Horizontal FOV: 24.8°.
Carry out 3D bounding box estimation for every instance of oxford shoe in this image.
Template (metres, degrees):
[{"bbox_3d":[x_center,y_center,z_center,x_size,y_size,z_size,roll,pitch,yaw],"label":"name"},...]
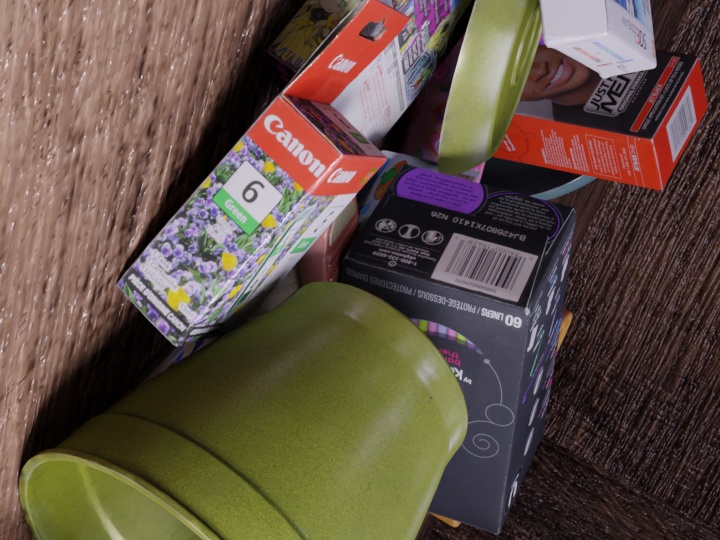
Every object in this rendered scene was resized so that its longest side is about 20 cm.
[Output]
[{"bbox_3d":[-0.045,0.017,1.020,0.071,0.073,0.201,-60,162,-46],"label":"oxford shoe"}]

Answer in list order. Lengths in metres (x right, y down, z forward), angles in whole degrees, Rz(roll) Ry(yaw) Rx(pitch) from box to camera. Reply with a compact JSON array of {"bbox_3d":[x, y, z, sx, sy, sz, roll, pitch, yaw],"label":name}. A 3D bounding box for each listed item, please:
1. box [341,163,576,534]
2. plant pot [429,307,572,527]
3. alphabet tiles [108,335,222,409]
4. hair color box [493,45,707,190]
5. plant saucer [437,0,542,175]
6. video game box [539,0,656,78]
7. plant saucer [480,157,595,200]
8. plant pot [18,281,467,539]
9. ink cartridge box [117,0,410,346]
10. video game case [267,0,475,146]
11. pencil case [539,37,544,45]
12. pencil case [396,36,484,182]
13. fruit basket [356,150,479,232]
[{"bbox_3d":[0.057,0.052,1.045,0.106,0.122,0.201,-58,158,-45],"label":"box"},{"bbox_3d":[0.049,0.079,1.357,0.201,0.183,0.200,-58,170,-16],"label":"plant pot"},{"bbox_3d":[-0.126,0.097,1.056,0.200,0.008,0.168,-50,164,-50],"label":"alphabet tiles"},{"bbox_3d":[0.174,-0.138,1.357,0.102,0.199,0.061,-57,143,-30],"label":"hair color box"},{"bbox_3d":[0.097,-0.153,1.087,0.200,0.031,0.201,18,90,-82],"label":"plant saucer"},{"bbox_3d":[0.145,-0.232,1.043,0.182,0.046,0.202,-2,86,-73],"label":"video game box"},{"bbox_3d":[0.167,-0.124,1.439,0.201,0.199,0.027,-56,132,-29],"label":"plant saucer"},{"bbox_3d":[-0.044,0.113,0.887,0.193,0.200,0.201,-45,161,-33],"label":"plant pot"},{"bbox_3d":[-0.034,-0.051,0.878,0.200,0.050,0.109,-48,172,11],"label":"ink cartridge box"},{"bbox_3d":[0.022,-0.156,0.993,0.182,0.036,0.200,-52,168,-8],"label":"video game case"},{"bbox_3d":[0.159,-0.271,1.292,0.089,0.088,0.201,-53,165,-39],"label":"pencil case"},{"bbox_3d":[0.067,-0.092,1.296,0.088,0.087,0.201,-52,164,-44],"label":"pencil case"},{"bbox_3d":[0.000,0.000,1.130,0.186,0.094,0.200,-52,168,13],"label":"fruit basket"}]
